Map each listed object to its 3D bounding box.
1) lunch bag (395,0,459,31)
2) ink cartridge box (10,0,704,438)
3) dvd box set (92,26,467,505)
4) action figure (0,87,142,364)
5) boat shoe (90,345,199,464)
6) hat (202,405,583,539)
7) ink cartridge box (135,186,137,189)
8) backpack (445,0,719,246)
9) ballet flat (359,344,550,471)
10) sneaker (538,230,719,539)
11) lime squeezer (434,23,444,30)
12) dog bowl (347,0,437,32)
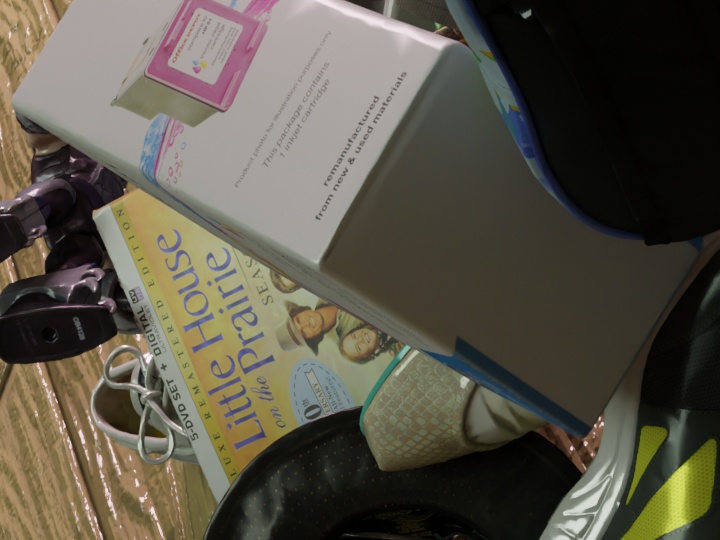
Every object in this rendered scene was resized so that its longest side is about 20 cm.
[{"bbox_3d":[0.101,-0.178,0.875,0.200,0.117,0.164,-63,-7,-62],"label":"lunch bag"},{"bbox_3d":[-0.006,-0.035,0.817,0.200,0.144,0.085,29,87,50],"label":"ink cartridge box"},{"bbox_3d":[0.000,0.000,0.963,0.200,0.029,0.147,-25,86,26],"label":"dvd box set"},{"bbox_3d":[-0.131,-0.020,1.076,0.069,0.130,0.200,-26,14,15],"label":"action figure"},{"bbox_3d":[-0.089,0.063,1.209,0.202,0.086,0.075,-5,78,62],"label":"boat shoe"},{"bbox_3d":[0.027,0.152,0.951,0.081,0.200,0.201,22,-105,-78],"label":"hat"},{"bbox_3d":[-0.019,0.029,1.055,0.115,0.068,0.200,-17,92,55],"label":"ink cartridge box"},{"bbox_3d":[0.106,-0.117,0.669,0.200,0.183,0.147,65,-172,-52],"label":"backpack"},{"bbox_3d":[0.080,0.015,0.867,0.200,0.067,0.062,-46,52,12],"label":"ballet flat"},{"bbox_3d":[0.127,0.074,0.834,0.085,0.074,0.200,38,118,38],"label":"sneaker"},{"bbox_3d":[0.059,-0.121,1.021,0.038,0.070,0.201,-2,-79,-85],"label":"lime squeezer"},{"bbox_3d":[-0.001,-0.121,1.125,0.200,0.059,0.201,-28,57,57],"label":"dog bowl"}]
